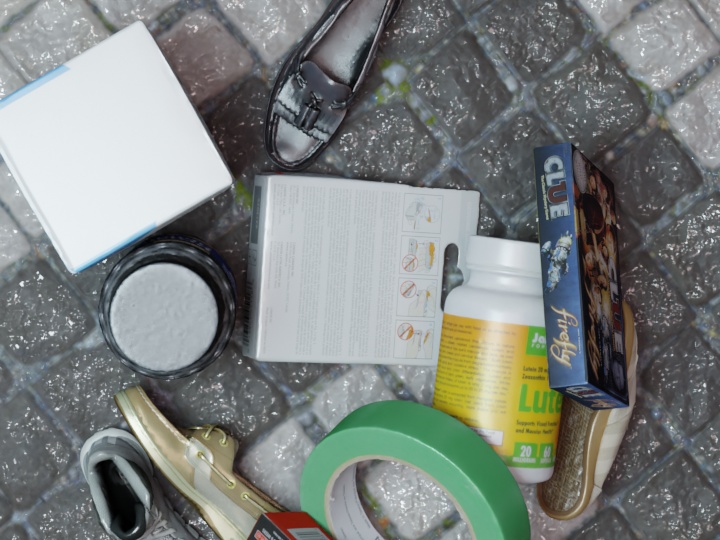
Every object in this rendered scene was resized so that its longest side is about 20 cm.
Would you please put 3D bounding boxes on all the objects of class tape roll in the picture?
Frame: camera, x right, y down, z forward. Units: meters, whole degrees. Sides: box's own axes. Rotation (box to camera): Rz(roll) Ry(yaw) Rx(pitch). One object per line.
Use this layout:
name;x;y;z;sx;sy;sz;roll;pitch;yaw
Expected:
tape roll;0.044;0.207;1.510;0.200;0.048;0.201;17;125;26

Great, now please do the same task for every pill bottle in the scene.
pill bottle;-0.156;0.029;1.467;0.111;0.200;0.113;0;94;-4
pill bottle;0.122;0.074;1.535;0.110;0.111;0.201;7;92;-5

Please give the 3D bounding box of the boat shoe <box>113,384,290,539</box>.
boat shoe;-0.132;0.167;1.548;0.066;0.074;0.200;-41;106;-4

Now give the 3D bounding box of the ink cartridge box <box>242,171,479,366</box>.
ink cartridge box;0.000;0.000;1.567;0.199;0.050;0.163;3;93;-23

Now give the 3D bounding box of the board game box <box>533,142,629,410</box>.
board game box;0.186;0.008;1.498;0.034;0.135;0.201;-8;76;21

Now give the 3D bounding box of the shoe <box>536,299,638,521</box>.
shoe;0.202;0.122;1.580;0.070;0.053;0.201;15;90;35

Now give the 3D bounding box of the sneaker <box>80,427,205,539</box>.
sneaker;-0.181;0.233;1.522;0.075;0.115;0.201;-33;95;-1

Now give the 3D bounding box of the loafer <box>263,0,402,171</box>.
loafer;-0.025;-0.178;1.532;0.072;0.063;0.201;29;91;-5

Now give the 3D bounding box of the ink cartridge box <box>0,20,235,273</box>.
ink cartridge box;-0.198;-0.098;1.457;0.146;0.200;0.147;-30;94;-2

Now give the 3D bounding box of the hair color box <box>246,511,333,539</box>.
hair color box;-0.080;0.314;1.517;0.101;0.061;0.201;39;109;35
